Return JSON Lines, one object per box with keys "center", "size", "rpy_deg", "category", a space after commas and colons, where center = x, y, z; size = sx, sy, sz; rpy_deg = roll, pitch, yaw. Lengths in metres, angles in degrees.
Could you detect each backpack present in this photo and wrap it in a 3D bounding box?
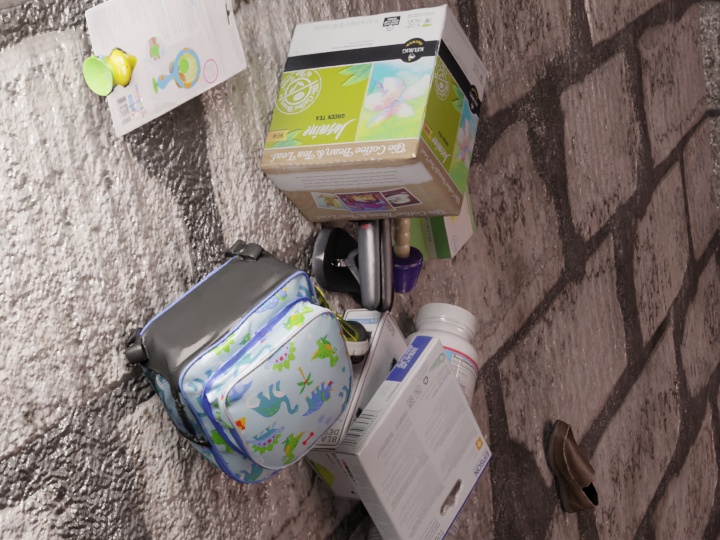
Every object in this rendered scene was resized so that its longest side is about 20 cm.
{"center": [-0.099, 0.107, 1.197], "size": [0.183, 0.146, 0.201], "rpy_deg": [-41, 140, -21], "category": "backpack"}

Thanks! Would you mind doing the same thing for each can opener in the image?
{"center": [0.020, -0.052, 1.470], "size": [0.063, 0.078, 0.203], "rpy_deg": [18, 74, -49], "category": "can opener"}

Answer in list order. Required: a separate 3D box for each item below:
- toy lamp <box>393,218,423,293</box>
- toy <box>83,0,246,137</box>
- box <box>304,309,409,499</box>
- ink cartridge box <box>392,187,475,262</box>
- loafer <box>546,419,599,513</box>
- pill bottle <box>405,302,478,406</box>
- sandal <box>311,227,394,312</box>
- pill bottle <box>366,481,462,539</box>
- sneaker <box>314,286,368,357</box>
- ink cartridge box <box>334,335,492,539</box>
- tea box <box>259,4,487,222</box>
{"center": [0.055, -0.064, 1.574], "size": [0.058, 0.057, 0.203], "rpy_deg": [-51, 148, -50], "category": "toy lamp"}
{"center": [-0.191, -0.216, 1.168], "size": [0.200, 0.047, 0.117], "rpy_deg": [-43, 129, -50], "category": "toy"}
{"center": [0.000, 0.160, 1.493], "size": [0.117, 0.059, 0.202], "rpy_deg": [57, 41, -44], "category": "box"}
{"center": [0.095, -0.082, 1.694], "size": [0.200, 0.047, 0.148], "rpy_deg": [-47, 130, -55], "category": "ink cartridge box"}
{"center": [0.382, 0.345, 2.182], "size": [0.073, 0.070, 0.202], "rpy_deg": [-59, 138, -44], "category": "loafer"}
{"center": [0.096, 0.151, 1.622], "size": [0.109, 0.107, 0.203], "rpy_deg": [48, 48, -50], "category": "pill bottle"}
{"center": [0.000, -0.001, 1.516], "size": [0.200, 0.042, 0.077], "rpy_deg": [31, 62, -57], "category": "sandal"}
{"center": [0.064, 0.341, 1.549], "size": [0.113, 0.112, 0.203], "rpy_deg": [49, 48, -50], "category": "pill bottle"}
{"center": [-0.049, 0.056, 1.390], "size": [0.199, 0.073, 0.086], "rpy_deg": [4, 85, -61], "category": "sneaker"}
{"center": [0.068, 0.217, 1.470], "size": [0.197, 0.043, 0.202], "rpy_deg": [-51, 129, -37], "category": "ink cartridge box"}
{"center": [0.018, -0.172, 1.393], "size": [0.134, 0.197, 0.200], "rpy_deg": [44, 50, -52], "category": "tea box"}
